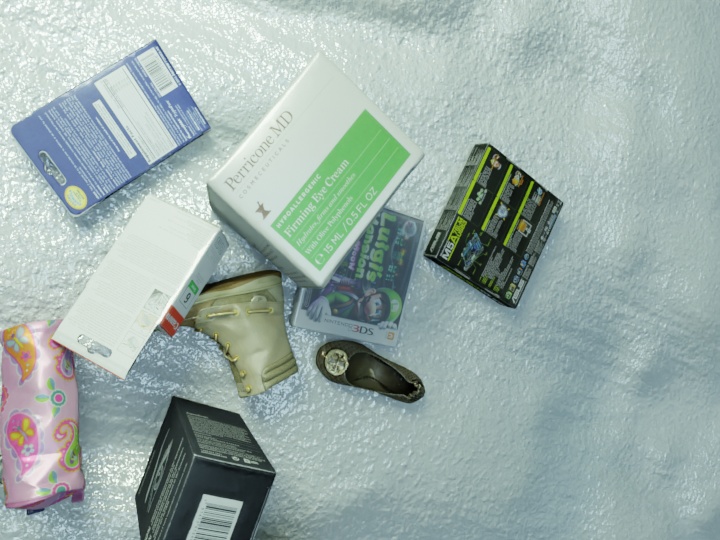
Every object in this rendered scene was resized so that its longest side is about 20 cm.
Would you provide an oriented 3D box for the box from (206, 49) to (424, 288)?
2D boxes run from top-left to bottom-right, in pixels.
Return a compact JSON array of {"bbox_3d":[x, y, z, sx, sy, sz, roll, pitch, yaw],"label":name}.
[{"bbox_3d":[-0.063,-0.108,0.712,0.171,0.200,0.200,40,80,-9],"label":"box"}]

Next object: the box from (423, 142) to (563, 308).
[{"bbox_3d":[0.222,-0.069,0.950,0.190,0.047,0.204,28,86,-23],"label":"box"}]

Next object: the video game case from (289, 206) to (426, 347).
[{"bbox_3d":[0.000,0.000,0.866,0.178,0.023,0.206,14,91,-26],"label":"video game case"}]

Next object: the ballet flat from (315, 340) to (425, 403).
[{"bbox_3d":[0.022,0.160,0.885,0.197,0.046,0.069,27,85,-26],"label":"ballet flat"}]

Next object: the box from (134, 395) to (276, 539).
[{"bbox_3d":[-0.197,0.265,0.711,0.102,0.199,0.152,21,89,-25],"label":"box"}]

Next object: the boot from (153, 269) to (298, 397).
[{"bbox_3d":[-0.183,0.097,0.766,0.196,0.072,0.160,-16,101,-28],"label":"boot"}]

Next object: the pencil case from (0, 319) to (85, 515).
[{"bbox_3d":[-0.355,0.160,0.648,0.085,0.087,0.206,-6,73,-24],"label":"pencil case"}]

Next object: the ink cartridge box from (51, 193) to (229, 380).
[{"bbox_3d":[-0.253,0.020,0.683,0.107,0.051,0.203,23,70,11],"label":"ink cartridge box"}]

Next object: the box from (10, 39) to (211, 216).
[{"bbox_3d":[-0.296,-0.170,0.699,0.199,0.032,0.123,-39,111,-18],"label":"box"}]

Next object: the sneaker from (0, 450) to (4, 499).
[{"bbox_3d":[-0.423,0.221,0.645,0.200,0.115,0.076,45,78,-23],"label":"sneaker"}]
